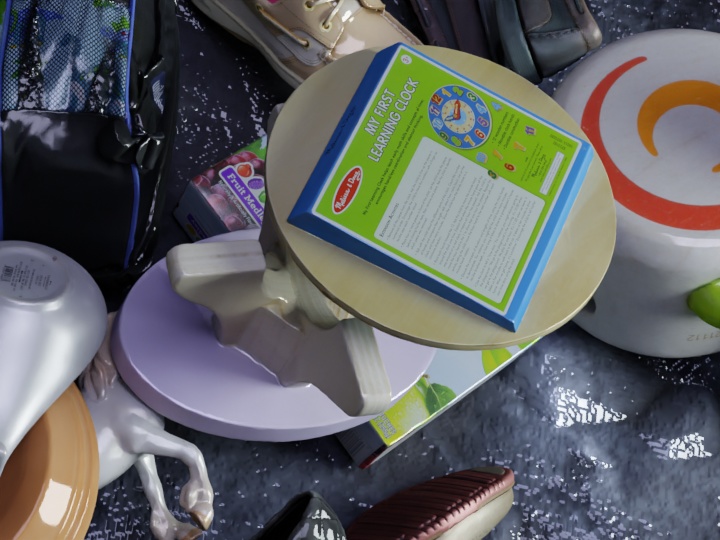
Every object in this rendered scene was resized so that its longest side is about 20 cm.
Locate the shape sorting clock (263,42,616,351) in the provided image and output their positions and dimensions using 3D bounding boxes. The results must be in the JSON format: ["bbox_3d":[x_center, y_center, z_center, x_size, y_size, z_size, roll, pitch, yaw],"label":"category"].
[{"bbox_3d":[0.044,-0.041,1.291,0.199,0.039,0.201,9,56,-14],"label":"shape sorting clock"}]

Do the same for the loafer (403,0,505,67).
[{"bbox_3d":[0.068,-0.105,1.519,0.062,0.072,0.201,-6,64,-2],"label":"loafer"}]

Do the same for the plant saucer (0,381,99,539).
[{"bbox_3d":[-0.243,0.107,1.283,0.199,0.038,0.201,0,65,1],"label":"plant saucer"}]

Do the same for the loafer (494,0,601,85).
[{"bbox_3d":[0.121,-0.194,1.533,0.063,0.072,0.201,-16,42,14],"label":"loafer"}]

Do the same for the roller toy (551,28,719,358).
[{"bbox_3d":[0.199,-0.047,1.482,0.181,0.140,0.201,18,58,10],"label":"roller toy"}]

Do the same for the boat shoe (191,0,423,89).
[{"bbox_3d":[-0.030,-0.162,1.459,0.199,0.069,0.074,33,52,20],"label":"boat shoe"}]

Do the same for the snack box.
[{"bbox_3d":[0.000,0.000,1.448,0.142,0.053,0.200,-33,83,-30],"label":"snack box"}]

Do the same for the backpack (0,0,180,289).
[{"bbox_3d":[-0.177,-0.116,1.355,0.146,0.183,0.201,6,62,-3],"label":"backpack"}]

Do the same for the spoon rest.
[{"bbox_3d":[-0.193,0.051,1.259,0.099,0.061,0.200,14,34,-3],"label":"spoon rest"}]

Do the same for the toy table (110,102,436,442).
[{"bbox_3d":[-0.031,0.013,1.325,0.199,0.117,0.185,-17,71,-30],"label":"toy table"}]

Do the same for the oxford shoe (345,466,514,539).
[{"bbox_3d":[0.022,0.185,1.384,0.200,0.070,0.075,-34,108,-29],"label":"oxford shoe"}]

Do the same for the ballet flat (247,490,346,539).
[{"bbox_3d":[-0.100,0.184,1.312,0.199,0.066,0.057,-26,109,-14],"label":"ballet flat"}]

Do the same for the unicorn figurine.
[{"bbox_3d":[-0.146,0.105,1.336,0.199,0.074,0.138,-30,82,-29],"label":"unicorn figurine"}]
